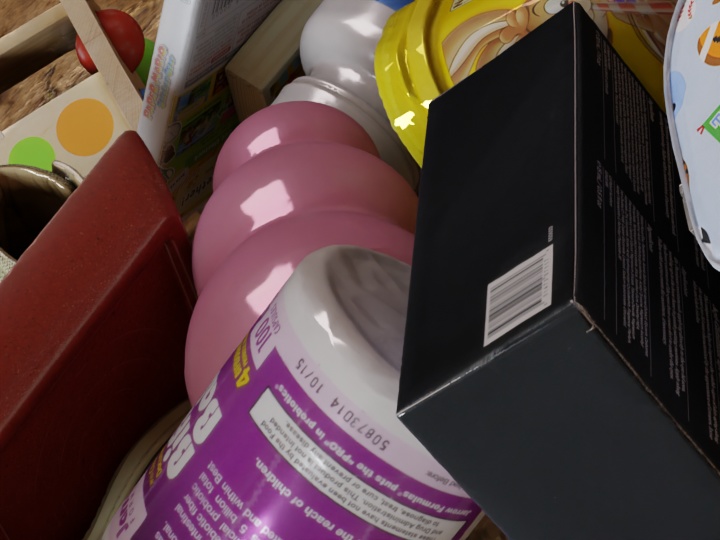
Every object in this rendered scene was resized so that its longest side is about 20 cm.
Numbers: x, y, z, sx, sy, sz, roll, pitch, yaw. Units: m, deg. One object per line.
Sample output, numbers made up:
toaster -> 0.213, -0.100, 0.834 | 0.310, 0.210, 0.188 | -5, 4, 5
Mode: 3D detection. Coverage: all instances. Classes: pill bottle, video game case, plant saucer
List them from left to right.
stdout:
plant saucer -> -0.118, 0.074, 1.004 | 0.037, 0.201, 0.200 | 21, 60, 27
video game case -> -0.051, -0.125, 1.214 | 0.200, 0.023, 0.183 | -41, -23, -44
pill bottle -> -0.029, 0.098, 0.843 | 0.200, 0.112, 0.112 | -53, 19, 20
pill bottle -> 0.040, -0.120, 1.149 | 0.200, 0.112, 0.112 | -52, 25, -20

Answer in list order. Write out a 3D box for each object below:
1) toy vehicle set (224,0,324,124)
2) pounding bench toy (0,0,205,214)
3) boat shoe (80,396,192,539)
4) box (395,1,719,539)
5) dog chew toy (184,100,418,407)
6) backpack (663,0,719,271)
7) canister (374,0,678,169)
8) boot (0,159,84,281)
toy vehicle set -> 0.005, -0.139, 1.236 | 0.026, 0.124, 0.200 | 30, 69, 22
pounding bench toy -> -0.168, -0.064, 1.342 | 0.155, 0.125, 0.200 | -31, -14, 1
boat shoe -> -0.084, 0.131, 0.985 | 0.072, 0.072, 0.200 | 19, 50, 30
box -> 0.088, 0.020, 0.793 | 0.079, 0.141, 0.200 | -34, 24, 24
dog chew toy -> -0.019, 0.003, 0.977 | 0.124, 0.124, 0.201 | -34, 40, 18
backpack -> 0.184, -0.056, 0.724 | 0.199, 0.154, 0.191 | -31, 41, 23
canister -> 0.127, -0.081, 0.899 | 0.199, 0.149, 0.087 | -25, 26, 30
boot -> -0.162, 0.005, 1.124 | 0.072, 0.155, 0.200 | -26, 43, -17
